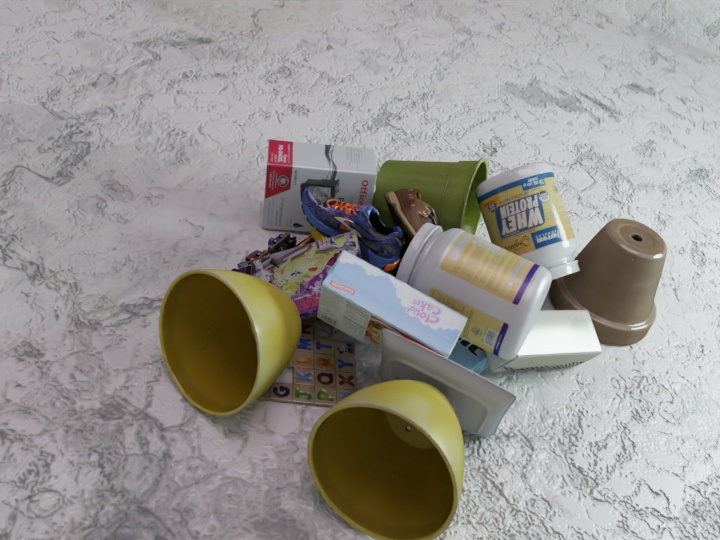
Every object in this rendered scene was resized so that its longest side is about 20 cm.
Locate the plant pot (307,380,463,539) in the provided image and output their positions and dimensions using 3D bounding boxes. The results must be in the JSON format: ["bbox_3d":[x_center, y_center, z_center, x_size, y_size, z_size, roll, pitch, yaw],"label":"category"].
[{"bbox_3d":[0.052,0.222,0.990,0.199,0.201,0.142,27,31,14],"label":"plant pot"}]

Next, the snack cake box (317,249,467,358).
[{"bbox_3d":[0.040,0.066,1.097,0.199,0.115,0.067,29,63,7],"label":"snack cake box"}]

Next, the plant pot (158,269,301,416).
[{"bbox_3d":[-0.166,0.086,1.096,0.200,0.201,0.141,38,30,25],"label":"plant pot"}]

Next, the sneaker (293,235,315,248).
[{"bbox_3d":[-0.075,-0.028,1.337,0.078,0.078,0.200,22,38,10],"label":"sneaker"}]

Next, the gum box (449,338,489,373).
[{"bbox_3d":[0.139,0.105,1.277,0.170,0.045,0.199,38,44,26],"label":"gum box"}]

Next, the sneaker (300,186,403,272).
[{"bbox_3d":[-0.009,-0.085,1.278,0.199,0.079,0.075,33,34,3],"label":"sneaker"}]

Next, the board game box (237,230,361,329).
[{"bbox_3d":[-0.091,0.018,1.215,0.198,0.032,0.121,-16,64,4],"label":"board game box"}]

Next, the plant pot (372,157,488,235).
[{"bbox_3d":[0.126,-0.132,1.463,0.188,0.202,0.200,14,37,18],"label":"plant pot"}]

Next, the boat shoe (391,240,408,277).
[{"bbox_3d":[0.084,-0.016,1.343,0.070,0.071,0.200,-8,24,-12],"label":"boat shoe"}]

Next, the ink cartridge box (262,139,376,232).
[{"bbox_3d":[-0.075,-0.149,1.414,0.198,0.146,0.084,4,40,-8],"label":"ink cartridge box"}]

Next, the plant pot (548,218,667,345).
[{"bbox_3d":[0.466,0.005,1.406,0.198,0.176,0.201,10,38,-8],"label":"plant pot"}]

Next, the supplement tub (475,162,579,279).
[{"bbox_3d":[0.299,-0.076,1.374,0.144,0.144,0.202,-15,84,-32],"label":"supplement tub"}]

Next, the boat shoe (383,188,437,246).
[{"bbox_3d":[0.095,-0.088,1.301,0.067,0.072,0.201,-23,32,0],"label":"boat shoe"}]

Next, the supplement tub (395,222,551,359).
[{"bbox_3d":[0.163,0.026,1.136,0.199,0.146,0.145,26,40,17],"label":"supplement tub"}]

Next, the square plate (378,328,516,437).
[{"bbox_3d":[0.110,0.169,1.091,0.197,0.200,0.029,26,66,12],"label":"square plate"}]

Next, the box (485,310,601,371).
[{"bbox_3d":[0.294,0.113,1.258,0.198,0.068,0.083,3,62,-32],"label":"box"}]

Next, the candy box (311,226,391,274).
[{"bbox_3d":[0.000,0.000,1.272,0.102,0.027,0.201,2,44,-38],"label":"candy box"}]

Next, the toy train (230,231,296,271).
[{"bbox_3d":[-0.174,-0.011,1.319,0.045,0.034,0.200,20,38,25],"label":"toy train"}]

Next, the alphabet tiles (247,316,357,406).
[{"bbox_3d":[-0.089,0.128,1.202,0.165,0.008,0.201,7,40,-11],"label":"alphabet tiles"}]
